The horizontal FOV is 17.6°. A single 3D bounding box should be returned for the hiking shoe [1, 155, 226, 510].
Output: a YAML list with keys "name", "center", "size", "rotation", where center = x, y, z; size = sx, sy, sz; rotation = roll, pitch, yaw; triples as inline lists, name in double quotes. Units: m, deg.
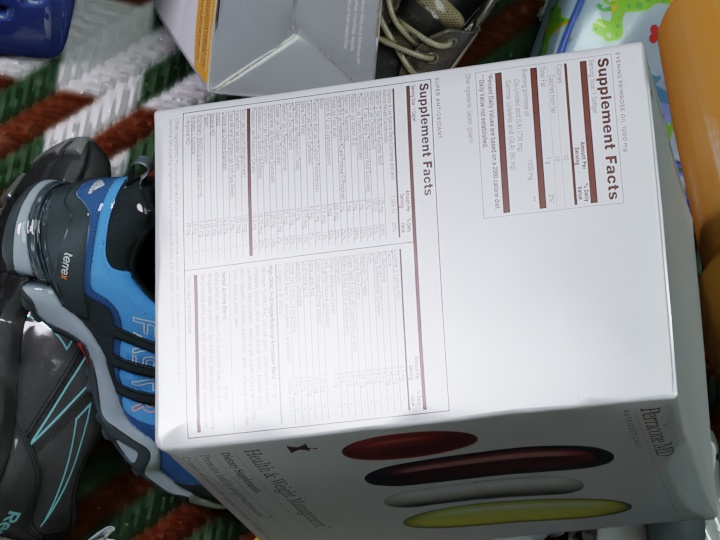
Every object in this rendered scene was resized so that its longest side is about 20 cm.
- name: "hiking shoe"
  center: [-0.082, 0.038, 1.071]
  size: [0.200, 0.086, 0.075]
  rotation: [54, 41, -33]

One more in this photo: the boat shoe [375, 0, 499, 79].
- name: "boat shoe"
  center: [0.021, -0.127, 1.181]
  size: [0.074, 0.073, 0.200]
  rotation: [36, 72, -3]

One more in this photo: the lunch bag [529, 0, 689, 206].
- name: "lunch bag"
  center: [0.187, -0.099, 1.209]
  size: [0.199, 0.082, 0.162]
  rotation: [22, 72, -8]

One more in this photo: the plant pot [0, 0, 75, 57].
- name: "plant pot"
  center: [-0.216, -0.231, 1.095]
  size: [0.199, 0.180, 0.201]
  rotation: [8, 76, -11]

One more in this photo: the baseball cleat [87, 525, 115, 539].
- name: "baseball cleat"
  center: [-0.043, 0.182, 0.889]
  size: [0.200, 0.070, 0.106]
  rotation: [48, 62, -5]

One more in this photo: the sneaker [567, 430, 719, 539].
- name: "sneaker"
  center: [0.138, 0.116, 1.154]
  size: [0.087, 0.075, 0.201]
  rotation: [-21, 81, -11]

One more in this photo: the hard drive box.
- name: "hard drive box"
  center: [-0.042, -0.175, 1.087]
  size: [0.076, 0.200, 0.157]
  rotation: [3, 105, -12]

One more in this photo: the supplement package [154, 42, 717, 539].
- name: "supplement package"
  center: [0.037, 0.022, 0.966]
  size: [0.199, 0.191, 0.148]
  rotation: [-7, 69, 12]

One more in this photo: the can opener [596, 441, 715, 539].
- name: "can opener"
  center: [0.132, 0.169, 1.096]
  size: [0.053, 0.067, 0.201]
  rotation: [6, 100, 12]

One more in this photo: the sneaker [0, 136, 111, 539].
- name: "sneaker"
  center: [-0.151, 0.034, 1.115]
  size: [0.079, 0.075, 0.201]
  rotation: [27, 68, -31]

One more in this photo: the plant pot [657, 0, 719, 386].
- name: "plant pot"
  center: [0.229, -0.056, 1.086]
  size: [0.199, 0.200, 0.184]
  rotation: [-15, 69, -16]

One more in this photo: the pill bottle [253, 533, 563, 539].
- name: "pill bottle"
  center: [0.014, 0.144, 1.094]
  size: [0.200, 0.112, 0.112]
  rotation: [-40, 88, -19]
